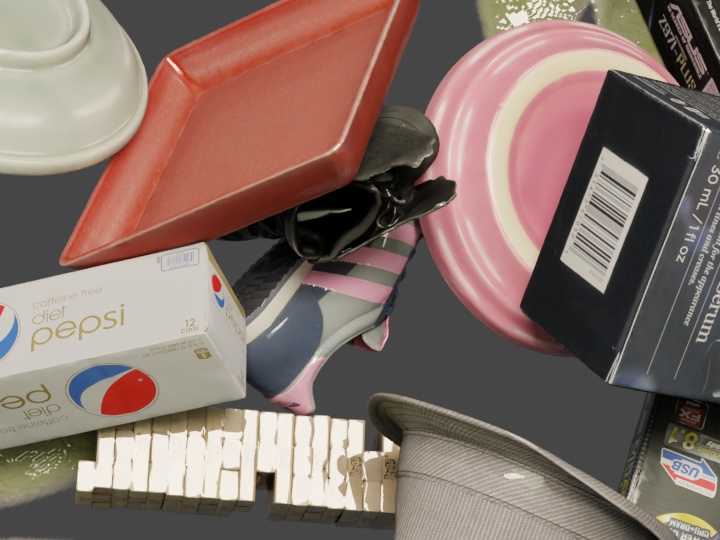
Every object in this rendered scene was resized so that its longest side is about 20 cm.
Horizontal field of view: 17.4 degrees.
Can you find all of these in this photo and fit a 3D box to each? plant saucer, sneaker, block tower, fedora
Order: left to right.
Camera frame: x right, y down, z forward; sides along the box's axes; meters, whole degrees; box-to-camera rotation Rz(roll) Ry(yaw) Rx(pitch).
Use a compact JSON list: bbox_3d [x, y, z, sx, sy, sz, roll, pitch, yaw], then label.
[{"bbox_3d":[-0.211,-0.138,1.340,0.200,0.050,0.200,16,40,-14],"label":"plant saucer"},{"bbox_3d":[-0.060,0.111,1.336,0.199,0.054,0.058,4,73,-6],"label":"block tower"},{"bbox_3d":[-0.056,-0.084,1.312,0.037,0.199,0.200,51,37,-27],"label":"plant saucer"},{"bbox_3d":[-0.029,-0.042,1.312,0.199,0.104,0.060,-16,112,28],"label":"sneaker"},{"bbox_3d":[0.000,0.000,1.380,0.200,0.070,0.082,-43,110,-20],"label":"sneaker"},{"bbox_3d":[0.075,0.147,1.247,0.177,0.200,0.090,16,77,36],"label":"fedora"},{"bbox_3d":[0.130,-0.051,1.375,0.200,0.051,0.201,4,81,-25],"label":"plant saucer"}]

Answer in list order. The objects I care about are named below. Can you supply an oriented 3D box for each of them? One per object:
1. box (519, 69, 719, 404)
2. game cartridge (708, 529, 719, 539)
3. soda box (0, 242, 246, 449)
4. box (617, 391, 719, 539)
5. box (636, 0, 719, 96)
[{"bbox_3d":[0.215,-0.009,1.303,0.200,0.107,0.149,10,107,-30],"label":"box"},{"bbox_3d":[0.203,0.225,1.293,0.200,0.038,0.130,-44,80,17],"label":"game cartridge"},{"bbox_3d":[-0.166,0.047,1.292,0.199,0.068,0.064,-12,51,13],"label":"soda box"},{"bbox_3d":[0.246,0.152,1.364,0.200,0.044,0.161,20,72,0],"label":"box"},{"bbox_3d":[0.268,-0.160,1.436,0.163,0.086,0.200,-19,77,-12],"label":"box"}]
